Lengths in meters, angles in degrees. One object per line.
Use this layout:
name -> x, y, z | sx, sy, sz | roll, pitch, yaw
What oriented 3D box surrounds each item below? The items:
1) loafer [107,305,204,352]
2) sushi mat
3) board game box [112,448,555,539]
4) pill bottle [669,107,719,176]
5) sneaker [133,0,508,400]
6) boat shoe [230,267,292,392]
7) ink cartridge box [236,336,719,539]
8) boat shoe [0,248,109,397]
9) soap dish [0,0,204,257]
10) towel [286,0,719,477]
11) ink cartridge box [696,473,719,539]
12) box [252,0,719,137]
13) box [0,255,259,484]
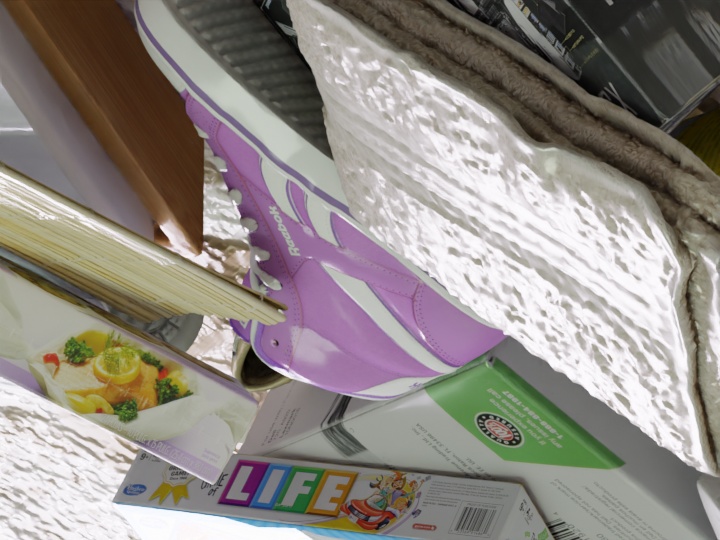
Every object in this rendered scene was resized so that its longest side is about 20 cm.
loafer -> -0.161, -0.004, 1.269 | 0.200, 0.075, 0.070 | 22, 159, 15
sushi mat -> -0.126, -0.020, 1.013 | 0.200, 0.012, 0.096 | 28, 160, -37
board game box -> 0.004, 0.138, 1.221 | 0.200, 0.034, 0.135 | 4, 142, 33
pill bottle -> 0.171, -0.015, 0.948 | 0.109, 0.109, 0.200 | 37, 158, -17
sneaker -> -0.033, -0.023, 1.056 | 0.114, 0.073, 0.200 | -35, 110, 32
boat shoe -> 0.000, 0.000, 1.147 | 0.072, 0.076, 0.200 | 31, 146, -6
ink cartridge box -> 0.061, 0.075, 1.202 | 0.146, 0.084, 0.200 | 39, 146, -19
boat shoe -> -0.199, 0.002, 1.134 | 0.200, 0.070, 0.072 | 12, 163, 9
soap dish -> -0.166, -0.085, 1.139 | 0.157, 0.081, 0.200 | 0, 139, 34
towel -> 0.052, -0.020, 0.902 | 0.200, 0.034, 0.133 | 35, 155, 35
ink cartridge box -> 0.225, 0.135, 1.135 | 0.067, 0.116, 0.200 | 54, 175, 48
box -> 0.038, -0.091, 0.931 | 0.158, 0.050, 0.200 | 50, 160, 5
box -> -0.133, 0.021, 1.067 | 0.200, 0.039, 0.041 | 29, -178, -20
